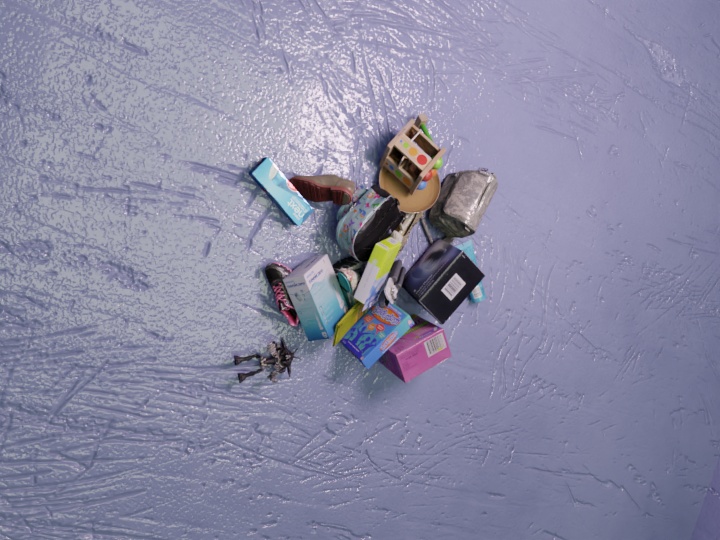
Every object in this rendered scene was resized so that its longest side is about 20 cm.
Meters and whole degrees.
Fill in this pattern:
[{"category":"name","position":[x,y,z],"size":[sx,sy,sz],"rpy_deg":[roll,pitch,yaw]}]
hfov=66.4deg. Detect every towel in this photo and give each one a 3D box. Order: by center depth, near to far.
[{"category":"towel","position":[-0.023,0.144,1.649],"size":[0.200,0.018,0.088],"rpy_deg":[-44,152,-50]}]

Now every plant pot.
[{"category":"plant pot","position":[0.149,-0.268,1.694],"size":[0.194,0.028,0.206],"rpy_deg":[3,73,-10]}]

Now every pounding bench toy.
[{"category":"pounding bench toy","position":[0.182,-0.356,1.646],"size":[0.155,0.124,0.201],"rpy_deg":[40,71,3]}]

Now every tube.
[{"category":"tube","position":[0.371,0.005,1.855],"size":[0.076,0.050,0.205],"rpy_deg":[-23,101,-21]}]

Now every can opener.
[{"category":"can opener","position":[0.096,0.036,1.688],"size":[0.065,0.201,0.053],"rpy_deg":[-19,114,28]}]

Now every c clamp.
[{"category":"c clamp","position":[0.237,-0.135,1.786],"size":[0.168,0.027,0.205],"rpy_deg":[-26,107,-17]}]

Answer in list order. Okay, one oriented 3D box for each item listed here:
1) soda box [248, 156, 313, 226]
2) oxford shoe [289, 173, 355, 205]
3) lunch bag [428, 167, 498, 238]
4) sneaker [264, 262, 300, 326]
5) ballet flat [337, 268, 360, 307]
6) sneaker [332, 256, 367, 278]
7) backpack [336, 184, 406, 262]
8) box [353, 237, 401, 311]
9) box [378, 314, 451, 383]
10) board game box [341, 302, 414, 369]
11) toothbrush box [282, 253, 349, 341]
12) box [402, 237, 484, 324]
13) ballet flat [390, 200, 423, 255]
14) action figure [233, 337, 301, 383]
[{"category":"soda box","position":[-0.224,-0.223,1.564],"size":[0.068,0.064,0.201],"rpy_deg":[-45,112,-10]},{"category":"oxford shoe","position":[-0.108,-0.243,1.585],"size":[0.194,0.071,0.076],"rpy_deg":[16,51,10]},{"category":"lunch bag","position":[0.332,-0.212,1.724],"size":[0.138,0.166,0.204],"rpy_deg":[35,76,-28]},{"category":"sneaker","position":[-0.218,0.072,1.586],"size":[0.077,0.096,0.203],"rpy_deg":[-22,109,25]},{"category":"ballet flat","position":[-0.028,0.039,1.637],"size":[0.064,0.202,0.076],"rpy_deg":[-39,67,-17]},{"category":"sneaker","position":[0.000,0.000,1.685],"size":[0.195,0.078,0.089],"rpy_deg":[-21,114,-15]},{"category":"backpack","position":[0.016,-0.135,1.610],"size":[0.202,0.149,0.178],"rpy_deg":[-55,152,-9]},{"category":"box","position":[0.046,0.009,1.612],"size":[0.047,0.121,0.204],"rpy_deg":[29,112,15]},{"category":"box","position":[0.155,0.237,1.714],"size":[0.172,0.199,0.099],"rpy_deg":[-25,106,-16]},{"category":"board game box","position":[0.048,0.187,1.688],"size":[0.199,0.151,0.045],"rpy_deg":[-42,124,-11]},{"category":"toothbrush box","position":[-0.124,0.078,1.601],"size":[0.147,0.083,0.205],"rpy_deg":[-46,121,-53]},{"category":"box","position":[0.246,0.027,1.709],"size":[0.123,0.198,0.201],"rpy_deg":[42,90,-20]},{"category":"ballet flat","position":[0.128,-0.133,1.712],"size":[0.203,0.067,0.075],"rpy_deg":[-57,155,-3]},{"category":"action figure","position":[-0.264,0.268,1.603],"size":[0.195,0.102,0.123],"rpy_deg":[-13,91,-18]}]
